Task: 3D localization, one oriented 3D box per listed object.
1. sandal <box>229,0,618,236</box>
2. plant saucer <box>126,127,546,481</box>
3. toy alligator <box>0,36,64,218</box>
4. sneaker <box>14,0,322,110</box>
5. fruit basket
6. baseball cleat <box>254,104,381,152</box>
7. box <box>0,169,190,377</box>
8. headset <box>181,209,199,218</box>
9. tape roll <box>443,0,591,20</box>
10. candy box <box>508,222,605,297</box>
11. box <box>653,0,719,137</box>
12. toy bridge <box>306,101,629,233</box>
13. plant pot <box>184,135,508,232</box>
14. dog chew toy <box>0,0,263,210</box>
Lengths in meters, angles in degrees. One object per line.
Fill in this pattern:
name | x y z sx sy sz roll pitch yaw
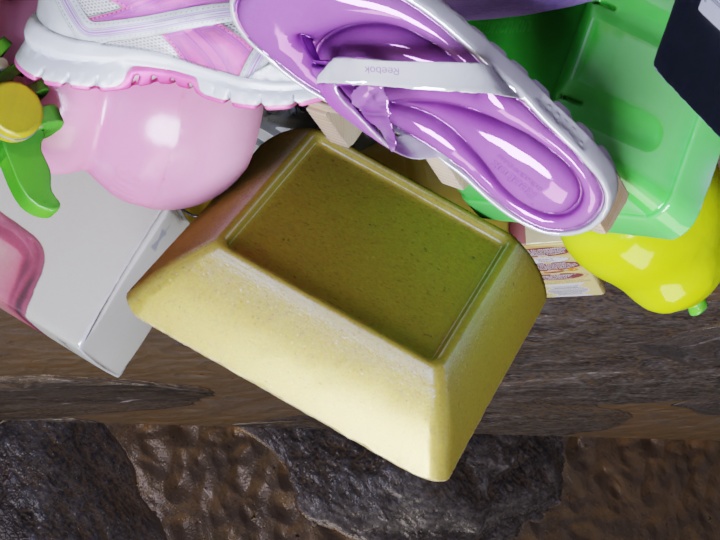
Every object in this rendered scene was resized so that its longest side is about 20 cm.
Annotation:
sandal | 0.030 -0.076 0.819 0.202 0.050 0.083 30 135 -7
plant saucer | 0.000 0.000 1.014 0.199 0.200 0.049 29 128 6
toy alligator | -0.212 -0.115 0.929 0.054 0.200 0.059 -45 -173 -37
sneaker | -0.074 -0.133 0.907 0.199 0.089 0.081 5 -165 0
fruit basket | 0.143 -0.072 1.003 0.214 0.156 0.216 20 174 2
baseball cleat | -0.072 -0.105 1.127 0.199 0.070 0.106 -5 168 14
box | -0.218 -0.034 1.142 0.199 0.109 0.128 30 172 10
headset | -0.041 -0.005 1.128 0.200 0.124 0.094 42 -176 -24
tape roll | 0.048 -0.175 0.812 0.199 0.066 0.200 -2 169 0
candy box | 0.137 -0.054 1.292 0.055 0.116 0.200 -5 168 12
box | 0.258 -0.125 0.807 0.199 0.149 0.107 2 -149 -22
toy bridge | 0.042 -0.072 0.923 0.199 0.027 0.067 22 159 39
plant pot | -0.020 -0.018 1.236 0.188 0.202 0.201 4 168 -19
dog chew toy | -0.156 -0.104 1.010 0.199 0.125 0.125 10 166 -15
